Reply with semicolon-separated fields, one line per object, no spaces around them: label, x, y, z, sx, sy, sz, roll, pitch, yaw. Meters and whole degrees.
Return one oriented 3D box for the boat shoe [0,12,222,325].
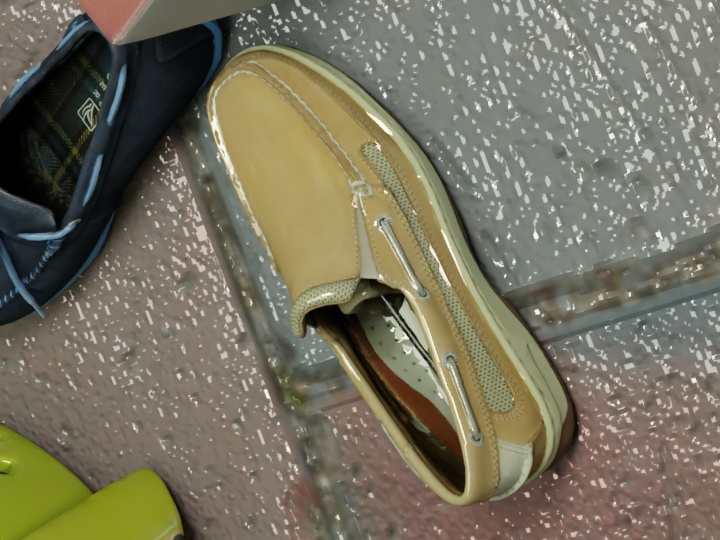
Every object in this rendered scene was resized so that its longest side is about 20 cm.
boat shoe;-0.136;-0.049;1.049;0.084;0.069;0.200;45;126;16

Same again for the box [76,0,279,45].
box;-0.080;-0.211;0.932;0.200;0.106;0.152;50;127;13

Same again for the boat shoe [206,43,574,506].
boat shoe;0.000;0.000;0.960;0.200;0.076;0.072;51;128;12

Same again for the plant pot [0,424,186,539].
plant pot;-0.182;0.180;1.084;0.181;0.200;0.199;8;109;26
